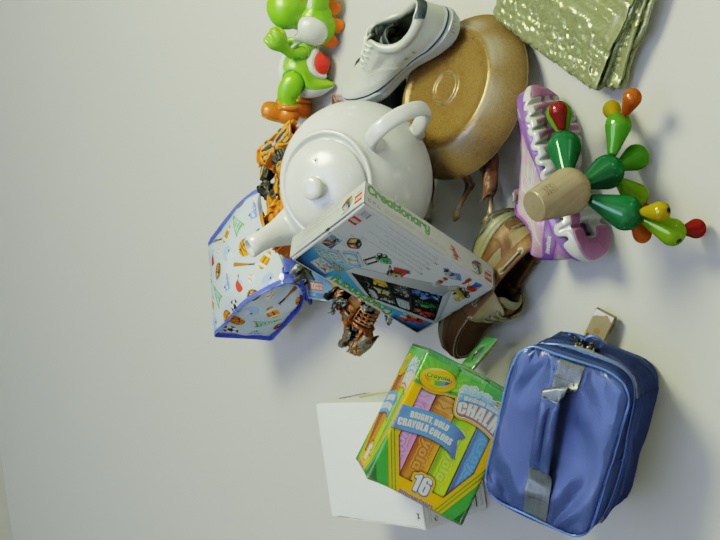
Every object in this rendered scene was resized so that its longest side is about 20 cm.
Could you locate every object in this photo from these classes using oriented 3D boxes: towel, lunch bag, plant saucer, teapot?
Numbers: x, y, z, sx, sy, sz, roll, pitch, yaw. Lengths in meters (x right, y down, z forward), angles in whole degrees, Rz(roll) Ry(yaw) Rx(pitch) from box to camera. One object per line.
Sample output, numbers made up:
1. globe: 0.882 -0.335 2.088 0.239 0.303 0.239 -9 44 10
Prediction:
1. towel: 0.226 -0.291 1.052 0.200 0.036 0.150 44 129 38
2. lunch bag: 0.217 0.159 1.025 0.134 0.132 0.203 17 105 28
3. plant saucer: 0.109 -0.208 1.168 0.199 0.035 0.203 -20 63 45
4. teapot: -0.018 -0.102 1.137 0.195 0.146 0.203 13 103 25
5. lunch bag: -0.143 -0.010 1.488 0.200 0.122 0.172 -48 46 51

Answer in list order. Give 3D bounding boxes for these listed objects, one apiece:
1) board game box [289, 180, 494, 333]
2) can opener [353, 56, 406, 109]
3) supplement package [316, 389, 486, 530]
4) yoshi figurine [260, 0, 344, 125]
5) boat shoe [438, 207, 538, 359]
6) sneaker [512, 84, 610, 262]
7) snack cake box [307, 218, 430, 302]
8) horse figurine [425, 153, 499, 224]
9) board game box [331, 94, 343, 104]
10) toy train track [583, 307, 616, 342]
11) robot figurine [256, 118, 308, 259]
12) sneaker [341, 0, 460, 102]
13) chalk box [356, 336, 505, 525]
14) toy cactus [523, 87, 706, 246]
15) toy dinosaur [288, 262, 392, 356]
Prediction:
1. board game box: 0.037 -0.008 1.106 0.126 0.199 0.035 -33 38 37
2. can opener: 0.016 -0.182 1.317 0.078 0.062 0.203 -148 58 -60
3. supplement package: 0.049 0.240 1.306 0.199 0.110 0.158 -10 88 52
4. yoshi figurine: -0.100 -0.317 1.414 0.112 0.111 0.203 44 126 46
5. boat shoe: 0.153 0.027 1.169 0.074 0.075 0.202 44 129 35
6. sneaker: 0.198 -0.098 1.083 0.088 0.080 0.203 -23 78 50
7. snack cake box: 0.009 -0.014 1.352 0.199 0.066 0.117 6 101 51
8. horse figurine: 0.112 -0.127 1.210 0.199 0.049 0.135 12 98 56
9. board game box: -0.023 -0.169 1.318 0.200 0.019 0.105 -109 20 -73
10. toy train track: 0.237 0.135 1.106 0.114 0.032 0.203 28 110 25
11. robot figurine: -0.092 -0.124 1.367 0.144 0.058 0.202 -37 46 25
12. sneaker: 0.031 -0.267 1.201 0.199 0.070 0.074 -32 45 44
13. chalk box: 0.095 0.162 1.139 0.202 0.123 0.125 -64 4 -5
14. toy cactus: 0.233 -0.091 0.972 0.201 0.163 0.103 57 150 16
15. toy dinosaur: 0.000 0.000 1.261 0.134 0.102 0.202 19 82 33
